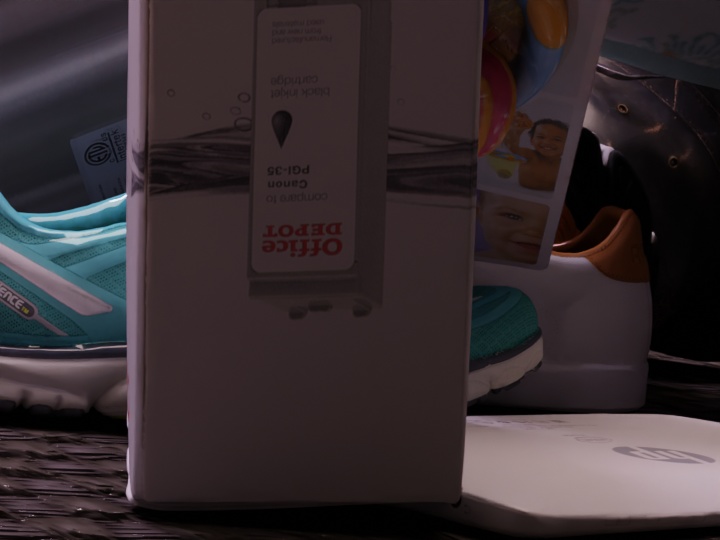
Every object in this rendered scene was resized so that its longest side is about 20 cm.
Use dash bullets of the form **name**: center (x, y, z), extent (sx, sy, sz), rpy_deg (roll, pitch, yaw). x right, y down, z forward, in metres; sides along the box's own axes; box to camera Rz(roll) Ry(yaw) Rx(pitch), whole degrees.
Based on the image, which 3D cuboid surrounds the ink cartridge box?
- **ink cartridge box**: center (-0.017, -0.057, 0.741), extent (0.082, 0.201, 0.147), rpy_deg (1, 16, -4)

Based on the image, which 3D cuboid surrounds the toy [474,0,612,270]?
- **toy**: center (0.010, -0.055, 0.870), extent (0.114, 0.047, 0.200), rpy_deg (11, -33, 2)

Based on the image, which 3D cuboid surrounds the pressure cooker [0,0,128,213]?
- **pressure cooker**: center (-0.157, -0.073, 0.977), extent (0.199, 0.177, 0.179), rpy_deg (-21, 14, -5)

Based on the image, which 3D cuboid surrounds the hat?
- **hat**: center (0.094, -0.029, 1.167), extent (0.200, 0.201, 0.081), rpy_deg (7, 35, 26)

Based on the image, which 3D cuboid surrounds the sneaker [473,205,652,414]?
- **sneaker**: center (0.000, 0.000, 0.994), extent (0.199, 0.085, 0.073), rpy_deg (3, 6, -13)

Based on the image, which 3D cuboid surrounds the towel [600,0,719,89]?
- **towel**: center (0.120, -0.125, 1.014), extent (0.199, 0.048, 0.171), rpy_deg (10, -25, -29)

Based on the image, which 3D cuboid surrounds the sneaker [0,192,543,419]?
- **sneaker**: center (-0.039, 0.006, 0.874), extent (0.199, 0.080, 0.077), rpy_deg (5, 3, -16)

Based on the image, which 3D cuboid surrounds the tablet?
- **tablet**: center (0.066, 0.053, 0.815), extent (0.199, 0.014, 0.130), rpy_deg (1, 6, -44)

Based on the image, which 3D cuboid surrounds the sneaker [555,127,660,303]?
- **sneaker**: center (0.033, -0.029, 1.083), extent (0.092, 0.076, 0.200), rpy_deg (-4, -40, 40)
